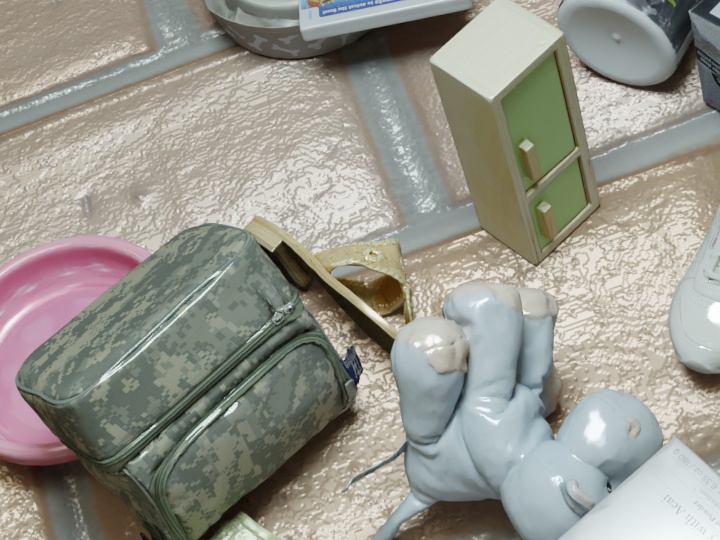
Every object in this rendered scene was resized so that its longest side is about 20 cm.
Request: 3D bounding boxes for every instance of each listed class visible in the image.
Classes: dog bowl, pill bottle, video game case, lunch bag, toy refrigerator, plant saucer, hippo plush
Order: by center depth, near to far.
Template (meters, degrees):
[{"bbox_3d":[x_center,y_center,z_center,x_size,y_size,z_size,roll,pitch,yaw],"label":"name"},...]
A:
[{"bbox_3d":[0.105,0.110,1.190,0.161,0.159,0.200,30,67,39],"label":"hippo plush"},{"bbox_3d":[-0.114,0.084,1.276,0.200,0.168,0.139,-42,24,-19],"label":"lunch bag"},{"bbox_3d":[0.118,-0.097,1.312,0.076,0.200,0.070,-42,56,-15],"label":"toy refrigerator"},{"bbox_3d":[-0.225,0.067,1.394,0.200,0.051,0.201,-7,55,11],"label":"plant saucer"},{"bbox_3d":[0.247,-0.254,1.443,0.106,0.106,0.200,20,64,28],"label":"pill bottle"},{"bbox_3d":[0.016,-0.284,1.516,0.143,0.018,0.200,-10,54,9],"label":"video game case"},{"bbox_3d":[-0.050,-0.269,1.572,0.200,0.059,0.200,-8,54,12],"label":"dog bowl"}]

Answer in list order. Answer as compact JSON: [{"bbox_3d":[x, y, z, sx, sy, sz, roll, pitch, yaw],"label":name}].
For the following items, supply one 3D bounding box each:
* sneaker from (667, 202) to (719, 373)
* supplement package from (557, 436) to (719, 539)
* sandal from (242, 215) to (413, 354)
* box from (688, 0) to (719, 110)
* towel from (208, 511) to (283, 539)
[{"bbox_3d":[0.269,-0.022,1.279,0.075,0.100,0.200,17,64,23],"label":"sneaker"},{"bbox_3d":[0.171,0.228,1.120,0.200,0.120,0.121,-39,55,-12],"label":"supplement package"},{"bbox_3d":[-0.002,-0.003,1.360,0.070,0.078,0.212,-48,52,-11],"label":"sandal"},{"bbox_3d":[0.363,-0.154,1.334,0.132,0.115,0.200,-44,55,-14],"label":"box"},{"bbox_3d":[-0.090,0.270,1.221,0.148,0.037,0.200,22,65,29],"label":"towel"}]
